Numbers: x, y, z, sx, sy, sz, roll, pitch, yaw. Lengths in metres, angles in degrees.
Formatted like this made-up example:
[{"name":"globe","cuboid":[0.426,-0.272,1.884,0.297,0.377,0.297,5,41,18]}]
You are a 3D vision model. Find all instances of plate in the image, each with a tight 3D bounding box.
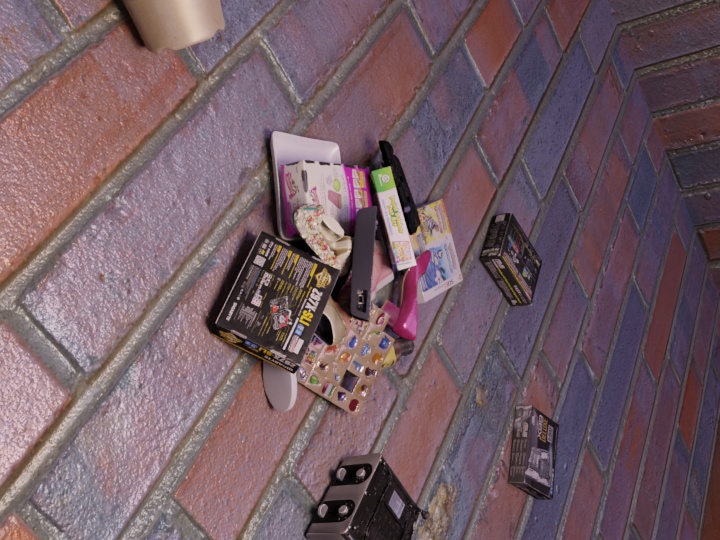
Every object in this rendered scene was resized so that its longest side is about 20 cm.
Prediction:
[{"name":"plate","cuboid":[-0.102,-0.153,1.697,0.199,0.032,0.202,0,82,-53]}]

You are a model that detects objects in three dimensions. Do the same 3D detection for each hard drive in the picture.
[{"name":"hard drive","cuboid":[0.006,-0.010,1.615,0.135,0.042,0.202,93,0,-85]}]

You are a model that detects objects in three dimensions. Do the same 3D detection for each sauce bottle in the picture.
[{"name":"sauce bottle","cuboid":[0.040,0.166,1.789,0.199,0.064,0.065,-10,90,-52]}]

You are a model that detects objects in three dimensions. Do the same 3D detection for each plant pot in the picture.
[{"name":"plant pot","cuboid":[-0.302,-0.449,1.388,0.201,0.199,0.185,-48,131,-46]}]

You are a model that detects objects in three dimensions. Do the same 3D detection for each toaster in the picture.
[{"name":"toaster","cuboid":[0.013,0.465,1.643,0.201,0.118,0.181,57,44,-28]}]

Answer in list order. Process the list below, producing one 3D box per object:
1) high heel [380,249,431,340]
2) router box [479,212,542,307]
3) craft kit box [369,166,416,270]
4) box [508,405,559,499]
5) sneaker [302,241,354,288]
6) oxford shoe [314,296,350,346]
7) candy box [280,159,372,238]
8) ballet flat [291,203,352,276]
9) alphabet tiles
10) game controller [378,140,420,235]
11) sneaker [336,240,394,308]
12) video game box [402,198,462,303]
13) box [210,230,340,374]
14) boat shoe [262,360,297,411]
[{"name":"high heel","cuboid":[0.119,0.050,1.863,0.096,0.067,0.201,34,59,2]},{"name":"router box","cuboid":[0.392,-0.025,2.299,0.200,0.062,0.151,51,45,-34]},{"name":"craft kit box","cuboid":[0.061,-0.100,1.790,0.200,0.048,0.200,-152,-136,-88]},{"name":"box","cuboid":[0.444,0.465,2.272,0.157,0.049,0.202,37,55,-42]},{"name":"sneaker","cuboid":[-0.056,-0.003,1.686,0.199,0.066,0.092,-14,104,-36]},{"name":"oxford shoe","cuboid":[-0.095,0.048,1.586,0.200,0.071,0.074,47,23,-3]},{"name":"candy box","cuboid":[-0.059,-0.130,1.672,0.199,0.061,0.138,-1,86,-53]},{"name":"ballet flat","cuboid":[-0.051,-0.050,1.566,0.200,0.063,0.076,47,39,-51]},{"name":"alphabet tiles","cuboid":[-0.024,0.149,1.672,0.167,0.008,0.201,35,75,-27]},{"name":"game controller","cuboid":[0.075,-0.172,1.823,0.104,0.042,0.202,50,20,-58]},{"name":"sneaker","cuboid":[0.000,0.000,1.763,0.200,0.075,0.106,-39,118,-58]},{"name":"video game box","cuboid":[0.150,-0.045,1.999,0.182,0.046,0.202,-27,104,-54]},{"name":"box","cuboid":[-0.142,0.052,1.514,0.159,0.049,0.201,27,59,-8]},{"name":"boat shoe","cuboid":[-0.136,0.144,1.560,0.056,0.068,0.202,-3,83,-53]}]
